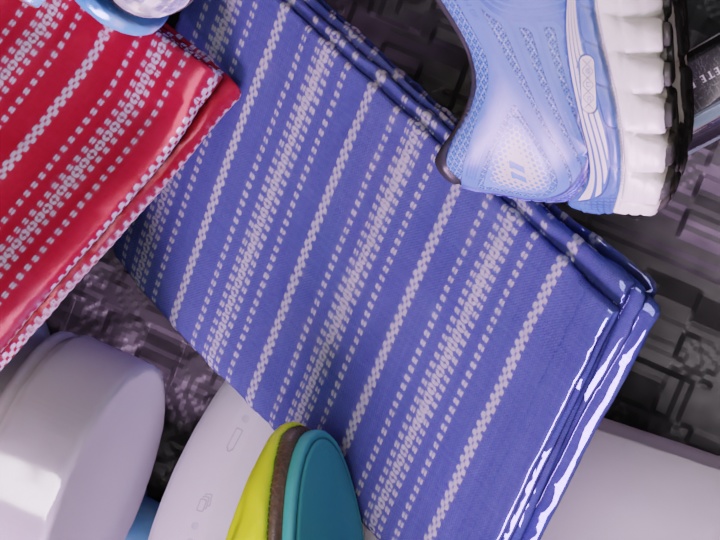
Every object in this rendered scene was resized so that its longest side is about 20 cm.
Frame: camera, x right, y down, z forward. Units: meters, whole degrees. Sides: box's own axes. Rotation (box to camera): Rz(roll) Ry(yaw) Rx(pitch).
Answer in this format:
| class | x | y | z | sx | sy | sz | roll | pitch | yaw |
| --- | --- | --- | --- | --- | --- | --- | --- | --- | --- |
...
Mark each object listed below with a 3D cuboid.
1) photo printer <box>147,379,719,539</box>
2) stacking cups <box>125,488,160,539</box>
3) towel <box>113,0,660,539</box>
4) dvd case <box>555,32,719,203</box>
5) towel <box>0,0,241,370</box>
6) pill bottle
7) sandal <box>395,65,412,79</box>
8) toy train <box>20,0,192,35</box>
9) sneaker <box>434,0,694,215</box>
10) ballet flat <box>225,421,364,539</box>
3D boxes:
| class | x | y | z | sx | sy | sz | roll | pitch | yaw |
| --- | --- | --- | --- | --- | --- | --- | --- | --- | --- |
| photo printer | 0.024 | 0.117 | 0.855 | 0.200 | 0.069 | 0.167 | 19 | 80 | 4 |
| stacking cups | -0.074 | 0.108 | 0.923 | 0.200 | 0.061 | 0.061 | 23 | 102 | 6 |
| towel | 0.000 | 0.000 | 0.790 | 0.200 | 0.024 | 0.145 | 44 | 131 | 28 |
| dvd case | 0.149 | -0.076 | 0.792 | 0.200 | 0.146 | 0.022 | -30 | 85 | 15 |
| towel | -0.155 | -0.066 | 0.815 | 0.200 | 0.022 | 0.145 | 39 | 86 | 20 |
| pill bottle | -0.176 | 0.043 | 0.852 | 0.200 | 0.114 | 0.114 | 20 | 101 | 12 |
| sandal | -0.057 | -0.048 | 0.890 | 0.201 | 0.057 | 0.080 | 11 | 99 | 30 |
| toy train | -0.089 | -0.161 | 0.780 | 0.114 | 0.200 | 0.087 | 29 | 125 | -31 |
| sneaker | 0.041 | -0.113 | 0.681 | 0.089 | 0.079 | 0.200 | -2 | 98 | 12 |
| ballet flat | -0.026 | 0.150 | 0.787 | 0.067 | 0.067 | 0.200 | -11 | 90 | 25 |
